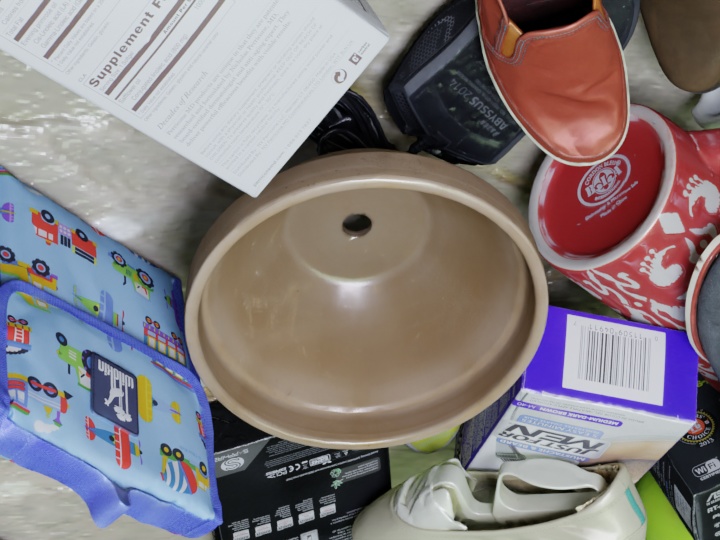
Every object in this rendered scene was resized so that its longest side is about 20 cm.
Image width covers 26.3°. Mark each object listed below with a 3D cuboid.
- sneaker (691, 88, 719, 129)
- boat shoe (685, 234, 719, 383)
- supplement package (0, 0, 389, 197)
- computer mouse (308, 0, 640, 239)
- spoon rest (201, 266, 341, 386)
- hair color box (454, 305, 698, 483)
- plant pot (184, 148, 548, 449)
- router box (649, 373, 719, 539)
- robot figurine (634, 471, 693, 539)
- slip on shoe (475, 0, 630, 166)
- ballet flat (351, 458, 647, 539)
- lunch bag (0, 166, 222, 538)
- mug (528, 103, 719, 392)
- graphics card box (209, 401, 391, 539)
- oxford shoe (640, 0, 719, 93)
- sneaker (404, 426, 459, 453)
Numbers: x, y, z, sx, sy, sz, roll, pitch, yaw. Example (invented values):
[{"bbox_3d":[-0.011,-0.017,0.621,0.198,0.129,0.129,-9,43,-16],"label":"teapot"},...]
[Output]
[{"bbox_3d":[0.243,-0.162,0.899,0.093,0.071,0.201,-15,134,-18],"label":"sneaker"},{"bbox_3d":[0.241,0.061,0.898,0.071,0.063,0.201,-31,128,-12],"label":"boat shoe"},{"bbox_3d":[-0.104,-0.145,0.737,0.199,0.114,0.110,30,110,-36],"label":"supplement package"},{"bbox_3d":[0.067,-0.120,0.875,0.199,0.053,0.138,-37,123,18],"label":"computer mouse"},{"bbox_3d":[-0.076,0.055,0.955,0.199,0.061,0.100,-39,134,-9],"label":"spoon rest"},{"bbox_3d":[0.132,0.097,0.989,0.108,0.065,0.200,11,154,-4],"label":"hair color box"},{"bbox_3d":[0.000,0.000,0.866,0.198,0.093,0.202,-4,132,-4],"label":"plant pot"},{"bbox_3d":[0.281,0.083,1.056,0.198,0.150,0.062,-22,132,-6],"label":"router box"},{"bbox_3d":[0.248,0.197,1.134,0.175,0.116,0.201,-34,157,-22],"label":"robot figurine"},{"bbox_3d":[0.098,-0.130,0.801,0.073,0.061,0.201,-20,129,4],"label":"slip on shoe"},{"bbox_3d":[0.081,0.146,0.975,0.198,0.070,0.070,-4,136,21],"label":"ballet flat"},{"bbox_3d":[-0.156,0.061,0.818,0.094,0.201,0.150,-43,131,14],"label":"lunch bag"},{"bbox_3d":[0.216,-0.032,0.956,0.199,0.133,0.179,27,94,-38],"label":"mug"},{"bbox_3d":[-0.041,0.162,1.049,0.124,0.051,0.201,-16,132,-11],"label":"graphics card box"},{"bbox_3d":[0.172,-0.178,0.836,0.072,0.085,0.201,7,129,27],"label":"oxford shoe"},{"bbox_3d":[0.053,0.044,0.978,0.075,0.077,0.202,-7,128,-18],"label":"sneaker"}]
